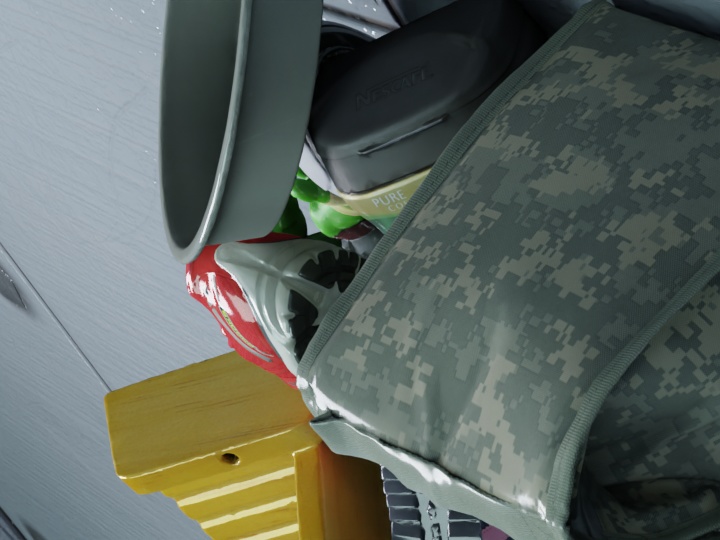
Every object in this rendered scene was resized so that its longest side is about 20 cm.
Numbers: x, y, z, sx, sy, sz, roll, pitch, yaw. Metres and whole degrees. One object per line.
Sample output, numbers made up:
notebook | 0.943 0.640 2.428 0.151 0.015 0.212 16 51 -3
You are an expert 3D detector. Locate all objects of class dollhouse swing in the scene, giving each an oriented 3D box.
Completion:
dollhouse swing | -0.025 0.167 1.360 0.181 0.177 0.200 -18 133 31

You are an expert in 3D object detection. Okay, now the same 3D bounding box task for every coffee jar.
coffee jar | 0.066 -0.019 1.128 0.104 0.086 0.200 -22 119 26

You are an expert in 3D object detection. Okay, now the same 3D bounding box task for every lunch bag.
lunch bag | 0.090 0.016 0.976 0.164 0.200 0.118 25 153 51

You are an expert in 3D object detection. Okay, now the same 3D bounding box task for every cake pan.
cake pan | -0.051 -0.102 1.142 0.036 0.202 0.200 5 171 -13

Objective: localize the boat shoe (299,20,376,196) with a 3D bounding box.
boat shoe | 0.041 -0.038 1.211 0.200 0.074 0.068 49 158 -16

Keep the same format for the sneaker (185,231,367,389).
sneaker | -0.020 0.024 1.251 0.085 0.077 0.200 20 166 27

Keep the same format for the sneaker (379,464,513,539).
sneaker | 0.056 0.096 1.251 0.070 0.082 0.201 7 109 30

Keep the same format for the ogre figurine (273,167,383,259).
ogre figurine | 0.000 0.000 1.372 0.199 0.098 0.120 33 143 -7
